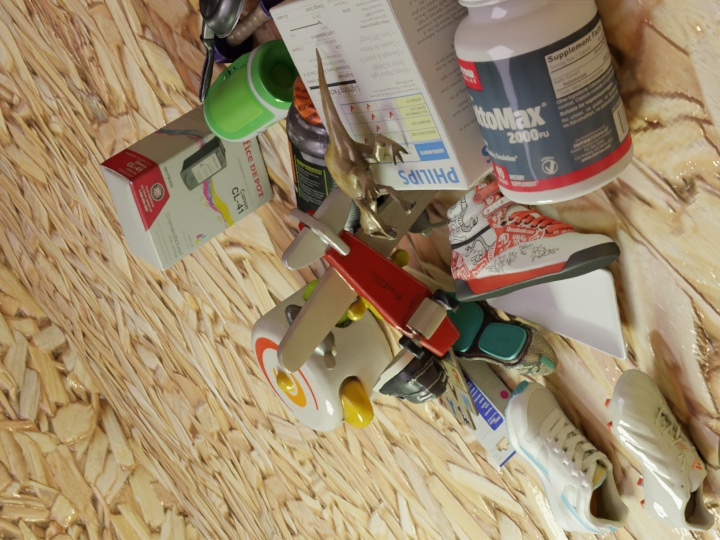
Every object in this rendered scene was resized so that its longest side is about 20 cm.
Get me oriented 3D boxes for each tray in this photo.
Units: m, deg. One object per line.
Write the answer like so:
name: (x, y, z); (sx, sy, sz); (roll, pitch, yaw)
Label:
tray: (0.192, 0.015, 1.195); (0.199, 0.022, 0.108); (23, 138, 49)

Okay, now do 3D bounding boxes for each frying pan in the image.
frying pan: (-0.174, -0.303, 1.371); (0.190, 0.031, 0.116); (-54, 42, 42)

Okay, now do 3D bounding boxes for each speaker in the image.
speaker: (-0.125, -0.212, 1.412); (0.089, 0.088, 0.200); (59, 154, -8)

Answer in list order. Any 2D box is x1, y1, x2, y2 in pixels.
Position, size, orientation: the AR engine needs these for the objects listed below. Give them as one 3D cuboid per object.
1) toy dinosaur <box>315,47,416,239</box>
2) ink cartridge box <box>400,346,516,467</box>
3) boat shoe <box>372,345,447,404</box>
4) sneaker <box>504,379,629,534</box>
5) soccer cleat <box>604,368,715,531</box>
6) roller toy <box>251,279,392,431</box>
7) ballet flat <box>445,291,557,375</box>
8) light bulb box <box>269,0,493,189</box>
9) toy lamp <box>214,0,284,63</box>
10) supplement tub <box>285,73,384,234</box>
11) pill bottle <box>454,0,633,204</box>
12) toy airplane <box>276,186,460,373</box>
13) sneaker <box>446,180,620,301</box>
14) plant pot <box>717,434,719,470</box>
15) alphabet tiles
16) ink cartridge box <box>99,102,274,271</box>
toy dinosaur: (-0.006, -0.098, 1.082); (0.101, 0.058, 0.202); (20, 138, 53)
ink cartridge box: (0.130, 0.140, 1.433); (0.201, 0.037, 0.095); (52, 154, 14)
boat shoe: (0.059, 0.127, 1.369); (0.067, 0.072, 0.200); (39, 171, 1)
sneaker: (0.230, 0.204, 1.302); (0.080, 0.076, 0.201); (-7, 121, 52)
soccer cleat: (0.299, 0.176, 1.153); (0.077, 0.069, 0.201); (15, 140, 47)
roller toy: (-0.057, 0.122, 1.615); (0.201, 0.139, 0.182); (59, 155, -7)
ballet flat: (0.146, 0.078, 1.301); (0.075, 0.068, 0.199); (33, 175, -31)
light bulb box: (0.045, -0.191, 1.094); (0.197, 0.124, 0.201); (6, 126, 58)
toy lamp: (-0.131, -0.286, 1.371); (0.059, 0.058, 0.200); (59, 154, -6)
supplement tub: (-0.016, -0.122, 1.284); (0.122, 0.122, 0.201); (37, 149, 33)
pill bottle: (0.142, -0.168, 0.960); (0.119, 0.119, 0.202); (15, 132, 54)
toy airplane: (0.000, 0.000, 1.237); (0.141, 0.197, 0.202); (-159, 63, -77)
sneaker: (0.156, -0.039, 1.129); (0.201, 0.067, 0.109); (-18, 78, 52)
plant pot: (0.390, 0.181, 0.880); (0.200, 0.200, 0.185); (20, 148, 50)
alphabet tiles: (0.079, 0.089, 1.375); (0.202, 0.006, 0.166); (67, 167, -20)
ink cartridge box: (-0.228, -0.117, 1.568); (0.085, 0.199, 0.149); (27, 142, 44)
